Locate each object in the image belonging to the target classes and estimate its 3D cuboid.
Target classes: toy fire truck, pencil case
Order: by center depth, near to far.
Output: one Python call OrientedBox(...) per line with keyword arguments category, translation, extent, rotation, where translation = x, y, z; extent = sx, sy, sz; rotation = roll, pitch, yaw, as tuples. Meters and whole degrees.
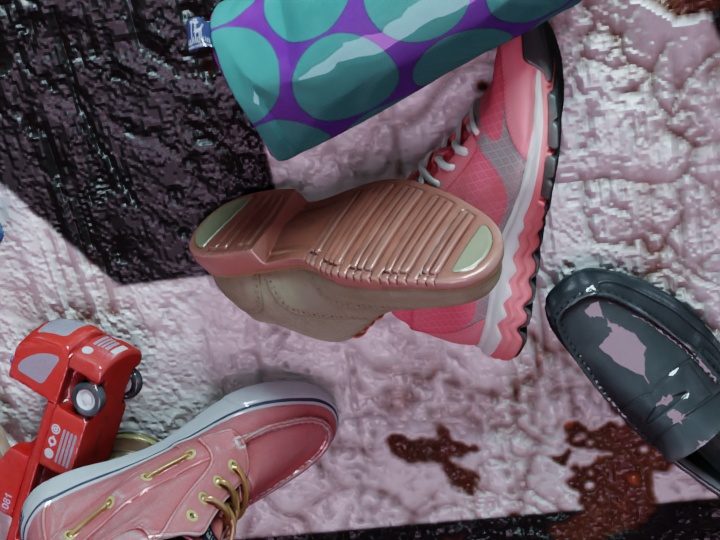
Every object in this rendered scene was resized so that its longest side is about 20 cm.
OrientedBox(category="pencil case", translation=(0.021, -0.134, 0.685), extent=(0.199, 0.093, 0.085), rotation=(-25, 155, 18))
OrientedBox(category="toy fire truck", translation=(-0.222, 0.108, 0.868), extent=(0.141, 0.049, 0.201), rotation=(26, 109, 16))

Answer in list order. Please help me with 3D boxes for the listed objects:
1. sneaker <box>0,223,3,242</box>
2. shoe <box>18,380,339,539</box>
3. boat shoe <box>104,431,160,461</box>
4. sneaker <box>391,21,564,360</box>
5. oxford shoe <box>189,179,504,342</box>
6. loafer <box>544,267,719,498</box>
OrientedBox(category="sneaker", translation=(-0.275, -0.064, 0.773), extent=(0.085, 0.077, 0.200), rotation=(-36, 120, 13))
OrientedBox(category="shoe", translation=(-0.088, 0.135, 0.812), extent=(0.199, 0.091, 0.072), rotation=(-21, 125, -19))
OrientedBox(category="boat shoe", translation=(-0.132, 0.198, 0.913), extent=(0.072, 0.068, 0.201), rotation=(-3, 117, 10))
OrientedBox(category="sneaker", translation=(0.057, -0.041, 0.748), extent=(0.086, 0.074, 0.201), rotation=(9, 121, 5))
OrientedBox(category="oxford shoe", translation=(0.000, 0.000, 0.752), extent=(0.199, 0.071, 0.074), rotation=(7, 137, 44))
OrientedBox(category="loafer", translation=(0.185, 0.073, 0.808), extent=(0.200, 0.071, 0.068), rotation=(39, 117, -18))
